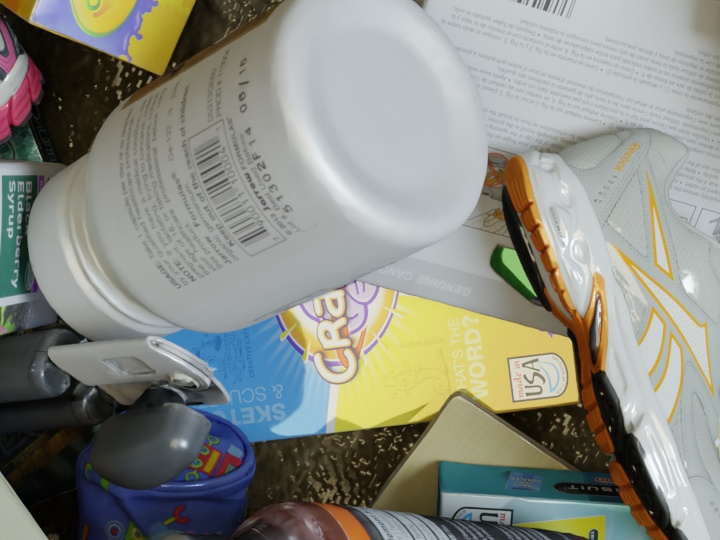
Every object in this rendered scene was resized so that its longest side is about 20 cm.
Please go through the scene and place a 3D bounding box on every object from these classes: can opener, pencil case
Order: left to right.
[{"bbox_3d":[-0.140,0.064,0.861,0.199,0.053,0.067,-9,52,42],"label":"can opener"},{"bbox_3d":[-0.106,0.164,0.912,0.086,0.078,0.201,9,110,-7],"label":"pencil case"}]

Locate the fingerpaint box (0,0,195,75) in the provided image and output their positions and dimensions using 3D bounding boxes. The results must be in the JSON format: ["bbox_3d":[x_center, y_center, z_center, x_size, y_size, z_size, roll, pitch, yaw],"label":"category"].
[{"bbox_3d":[-0.108,-0.209,0.867,0.073,0.167,0.201,20,98,-34],"label":"fingerpaint box"}]

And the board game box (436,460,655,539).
[{"bbox_3d":[0.130,0.173,0.886,0.199,0.047,0.152,3,103,1],"label":"board game box"}]

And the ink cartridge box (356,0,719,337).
[{"bbox_3d":[0.104,-0.059,0.873,0.199,0.045,0.177,15,112,-14],"label":"ink cartridge box"}]

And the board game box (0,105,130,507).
[{"bbox_3d":[-0.192,0.022,0.963,0.135,0.028,0.201,-20,90,9],"label":"board game box"}]

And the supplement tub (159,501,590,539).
[{"bbox_3d":[0.009,0.150,0.767,0.199,0.107,0.108,10,96,-31],"label":"supplement tub"}]

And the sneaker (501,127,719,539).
[{"bbox_3d":[0.137,0.030,0.822,0.092,0.076,0.201,-21,87,-7],"label":"sneaker"}]

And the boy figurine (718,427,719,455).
[{"bbox_3d":[0.223,0.017,0.872,0.200,0.064,0.124,-42,126,5],"label":"boy figurine"}]

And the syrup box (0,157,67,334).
[{"bbox_3d":[-0.199,-0.013,0.846,0.081,0.200,0.079,6,94,11],"label":"syrup box"}]

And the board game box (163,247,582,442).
[{"bbox_3d":[0.000,0.000,0.927,0.199,0.040,0.154,-8,92,9],"label":"board game box"}]

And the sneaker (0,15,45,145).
[{"bbox_3d":[-0.245,-0.118,0.917,0.199,0.075,0.081,9,57,22],"label":"sneaker"}]

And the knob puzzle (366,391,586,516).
[{"bbox_3d":[0.063,0.184,0.930,0.218,0.030,0.221,0,103,1],"label":"knob puzzle"}]

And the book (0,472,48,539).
[{"bbox_3d":[-0.150,0.134,0.829,0.048,0.134,0.200,-36,48,-16],"label":"book"}]

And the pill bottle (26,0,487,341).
[{"bbox_3d":[-0.052,-0.036,0.819,0.199,0.114,0.115,-24,90,43],"label":"pill bottle"}]
